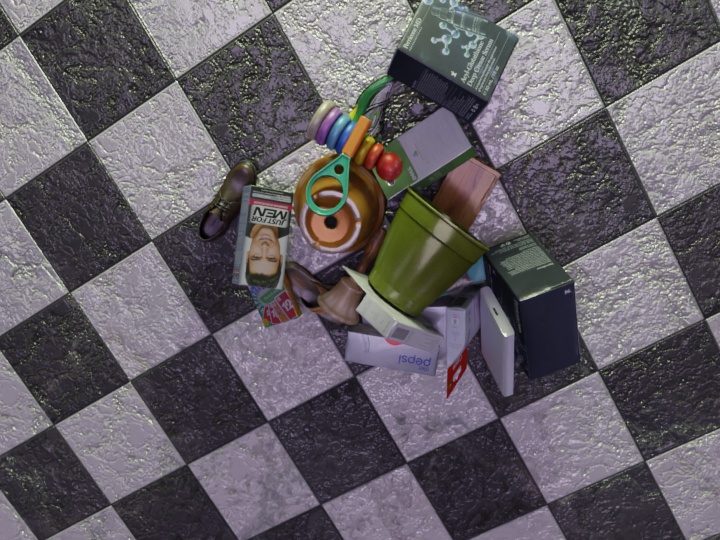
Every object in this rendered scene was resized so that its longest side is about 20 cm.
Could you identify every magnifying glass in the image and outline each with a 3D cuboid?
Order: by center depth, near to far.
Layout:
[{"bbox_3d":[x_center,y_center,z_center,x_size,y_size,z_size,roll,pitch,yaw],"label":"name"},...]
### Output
[{"bbox_3d":[-0.036,-0.195,1.374,0.078,0.022,0.203,28,85,3],"label":"magnifying glass"}]

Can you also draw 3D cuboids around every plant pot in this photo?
[{"bbox_3d":[0.118,-0.023,1.437,0.199,0.201,0.195,35,99,-5],"label":"plant pot"},{"bbox_3d":[-0.050,-0.120,1.486,0.195,0.184,0.205,2,108,6],"label":"plant pot"}]

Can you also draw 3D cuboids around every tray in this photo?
[{"bbox_3d":[0.200,-0.139,1.530,0.097,0.037,0.203,28,107,-3],"label":"tray"}]

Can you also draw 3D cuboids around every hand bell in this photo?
[{"bbox_3d":[0.000,0.000,1.521,0.103,0.104,0.202,29,107,-4],"label":"hand bell"}]

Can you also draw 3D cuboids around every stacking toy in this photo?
[{"bbox_3d":[-0.004,-0.241,1.426,0.198,0.085,0.086,34,108,2],"label":"stacking toy"}]

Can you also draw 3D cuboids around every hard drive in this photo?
[{"bbox_3d":[0.282,0.149,1.518,0.026,0.133,0.202,-16,136,-5],"label":"hard drive"}]

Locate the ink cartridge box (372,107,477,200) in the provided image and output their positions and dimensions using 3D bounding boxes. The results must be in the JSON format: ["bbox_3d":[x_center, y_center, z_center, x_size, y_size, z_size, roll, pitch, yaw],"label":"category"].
[{"bbox_3d":[0.123,-0.230,1.478,0.198,0.059,0.105,-32,74,14],"label":"ink cartridge box"}]

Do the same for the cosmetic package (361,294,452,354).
[{"bbox_3d":[0.107,0.121,1.598,0.195,0.081,0.116,-5,105,9],"label":"cosmetic package"}]

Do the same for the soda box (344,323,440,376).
[{"bbox_3d":[0.067,0.164,1.540,0.195,0.064,0.070,10,106,4],"label":"soda box"}]

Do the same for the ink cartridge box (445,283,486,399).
[{"bbox_3d":[0.224,0.147,1.550,0.056,0.162,0.205,1,108,24],"label":"ink cartridge box"}]

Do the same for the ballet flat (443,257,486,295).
[{"bbox_3d":[0.216,0.001,1.554,0.196,0.064,0.077,-17,100,0],"label":"ballet flat"}]

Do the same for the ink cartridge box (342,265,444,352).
[{"bbox_3d":[0.056,0.080,1.448,0.176,0.199,0.045,43,101,34],"label":"ink cartridge box"}]

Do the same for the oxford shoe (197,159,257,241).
[{"bbox_3d":[-0.282,-0.141,1.559,0.072,0.085,0.202,31,106,-2],"label":"oxford shoe"}]

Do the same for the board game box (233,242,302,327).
[{"bbox_3d":[-0.207,0.020,1.614,0.094,0.030,0.204,-16,99,28],"label":"board game box"}]

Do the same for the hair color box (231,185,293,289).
[{"bbox_3d":[-0.204,-0.068,1.531,0.097,0.060,0.205,7,90,-26],"label":"hair color box"}]

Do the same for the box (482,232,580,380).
[{"bbox_3d":[0.337,0.068,1.458,0.115,0.201,0.200,-18,122,-4],"label":"box"}]

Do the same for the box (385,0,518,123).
[{"bbox_3d":[0.172,-0.404,1.383,0.197,0.107,0.151,28,76,-3],"label":"box"}]

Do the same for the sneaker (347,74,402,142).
[{"bbox_3d":[0.028,-0.310,1.472,0.085,0.078,0.201,42,116,6],"label":"sneaker"}]

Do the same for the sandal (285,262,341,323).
[{"bbox_3d":[-0.097,0.056,1.614,0.198,0.054,0.081,34,108,-5],"label":"sandal"}]
